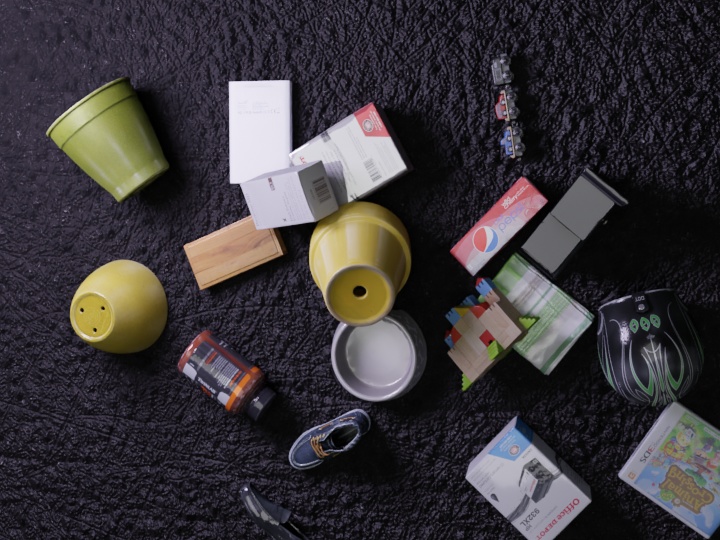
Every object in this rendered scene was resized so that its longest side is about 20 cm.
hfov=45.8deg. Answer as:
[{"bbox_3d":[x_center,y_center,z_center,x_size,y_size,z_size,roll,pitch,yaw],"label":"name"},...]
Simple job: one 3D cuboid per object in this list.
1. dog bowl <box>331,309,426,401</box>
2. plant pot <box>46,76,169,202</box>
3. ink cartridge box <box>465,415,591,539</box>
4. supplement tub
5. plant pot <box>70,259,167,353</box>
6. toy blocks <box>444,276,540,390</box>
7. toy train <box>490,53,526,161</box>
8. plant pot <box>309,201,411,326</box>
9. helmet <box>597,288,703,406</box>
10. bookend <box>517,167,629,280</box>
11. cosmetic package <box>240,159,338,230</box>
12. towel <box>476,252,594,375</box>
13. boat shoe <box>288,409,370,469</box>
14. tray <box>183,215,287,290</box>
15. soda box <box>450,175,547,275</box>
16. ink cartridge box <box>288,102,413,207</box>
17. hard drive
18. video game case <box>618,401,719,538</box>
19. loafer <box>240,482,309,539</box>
[{"bbox_3d":[0.031,0.168,1.699,0.196,0.059,0.204,2,97,13],"label":"dog bowl"},{"bbox_3d":[-0.493,-0.251,1.726,0.199,0.201,0.194,-32,100,14],"label":"plant pot"},{"bbox_3d":[0.323,0.409,1.640,0.200,0.084,0.145,43,103,6],"label":"ink cartridge box"},{"bbox_3d":[-0.271,0.221,1.751,0.199,0.107,0.108,36,102,8],"label":"supplement tub"},{"bbox_3d":[-0.523,0.085,1.778,0.196,0.142,0.204,1,96,12],"label":"plant pot"},{"bbox_3d":[0.225,0.109,1.624,0.137,0.099,0.201,49,121,17],"label":"toy blocks"},{"bbox_3d":[0.276,-0.305,1.605,0.045,0.034,0.204,-9,93,17],"label":"toy train"},{"bbox_3d":[0.000,0.000,1.589,0.197,0.190,0.204,0,117,0],"label":"plant pot"},{"bbox_3d":[0.518,0.144,1.523,0.197,0.200,0.194,-14,75,14],"label":"helmet"},{"bbox_3d":[0.373,-0.077,1.520,0.092,0.200,0.200,39,102,7],"label":"bookend"},{"bbox_3d":[-0.138,-0.142,1.628,0.198,0.074,0.103,-6,108,49],"label":"cosmetic package"},{"bbox_3d":[0.328,0.084,1.634,0.199,0.031,0.150,40,102,7],"label":"towel"},{"bbox_3d":[-0.073,0.348,1.724,0.199,0.091,0.071,-34,88,14],"label":"boat shoe"},{"bbox_3d":[-0.259,-0.043,1.757,0.197,0.037,0.100,-23,90,14],"label":"tray"},{"bbox_3d":[0.263,-0.085,1.615,0.070,0.063,0.200,45,104,5],"label":"soda box"},{"bbox_3d":[-0.018,-0.210,1.658,0.198,0.083,0.148,-29,89,15],"label":"ink cartridge box"},{"bbox_3d":[-0.201,-0.279,1.724,0.130,0.025,0.204,2,96,13],"label":"hard drive"},{"bbox_3d":[0.619,0.372,1.598,0.199,0.022,0.184,34,102,8],"label":"video game case"},{"bbox_3d":[-0.174,0.520,1.781,0.070,0.068,0.201,-38,91,6],"label":"loafer"}]
